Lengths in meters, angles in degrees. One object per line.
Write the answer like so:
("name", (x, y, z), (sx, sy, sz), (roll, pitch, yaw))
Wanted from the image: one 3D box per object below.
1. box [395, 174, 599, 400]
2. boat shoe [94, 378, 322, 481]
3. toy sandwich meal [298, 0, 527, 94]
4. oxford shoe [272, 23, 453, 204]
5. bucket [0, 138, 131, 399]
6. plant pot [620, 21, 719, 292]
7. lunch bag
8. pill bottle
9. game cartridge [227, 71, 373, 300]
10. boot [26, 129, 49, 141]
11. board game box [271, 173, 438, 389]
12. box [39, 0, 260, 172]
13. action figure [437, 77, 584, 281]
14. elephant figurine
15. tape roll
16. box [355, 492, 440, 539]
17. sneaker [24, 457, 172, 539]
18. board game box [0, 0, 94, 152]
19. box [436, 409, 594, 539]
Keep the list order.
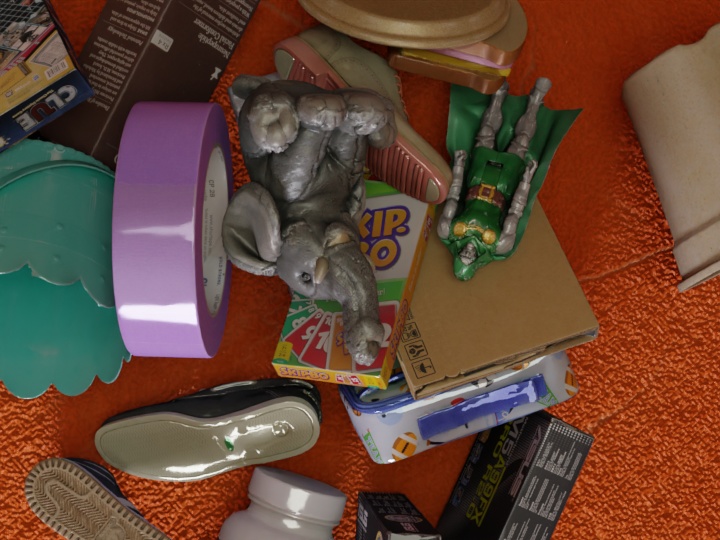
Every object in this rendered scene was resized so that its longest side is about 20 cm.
("box", (0.088, -0.001, 1.484), (0.162, 0.021, 0.201), (-18, 54, -6))
("boat shoe", (-0.130, 0.134, 1.544), (0.198, 0.068, 0.072), (-9, 119, 7))
("toy sandwich meal", (0.041, -0.215, 1.506), (0.203, 0.206, 0.071), (3, 124, -6))
("oxford shoe", (0.016, -0.139, 1.486), (0.074, 0.071, 0.200), (-36, 72, -25))
("bucket", (-0.273, -0.002, 1.439), (0.205, 0.208, 0.136), (5, 58, -6))
("plant pot", (0.321, -0.109, 1.527), (0.199, 0.200, 0.185), (-26, 83, -4))
("lunch bag", (0.084, 0.090, 1.509), (0.199, 0.160, 0.076), (-21, 104, -6))
("pill bottle", (-0.080, 0.276, 1.525), (0.111, 0.112, 0.202), (17, 90, -6))
("game cartridge", (-0.025, -0.083, 1.556), (0.132, 0.040, 0.202), (-18, 94, -9))
("boot", (-0.363, -0.160, 1.499), (0.153, 0.073, 0.204), (-36, 94, -1))
("board game box", (0.000, 0.000, 1.468), (0.095, 0.030, 0.201), (6, 58, 20))
("box", (-0.174, -0.176, 1.495), (0.075, 0.100, 0.201), (28, 91, 36))
("action figure", (0.111, -0.077, 1.491), (0.117, 0.055, 0.201), (12, 61, 10))
("elephant figurine", (-0.044, -0.043, 1.408), (0.140, 0.155, 0.202), (3, 103, 3))
("tape roll", (-0.145, -0.032, 1.410), (0.065, 0.200, 0.202), (2, 92, 4))
("box", (0.025, 0.280, 1.486), (0.044, 0.200, 0.162), (3, 93, -7))
("sneaker", (-0.201, 0.232, 1.510), (0.070, 0.108, 0.200), (-45, 93, -6))
("board game box", (-0.320, -0.138, 1.410), (0.199, 0.035, 0.136), (-31, 51, 1))
("box", (0.117, 0.210, 1.518), (0.044, 0.160, 0.201), (24, 90, -12))
